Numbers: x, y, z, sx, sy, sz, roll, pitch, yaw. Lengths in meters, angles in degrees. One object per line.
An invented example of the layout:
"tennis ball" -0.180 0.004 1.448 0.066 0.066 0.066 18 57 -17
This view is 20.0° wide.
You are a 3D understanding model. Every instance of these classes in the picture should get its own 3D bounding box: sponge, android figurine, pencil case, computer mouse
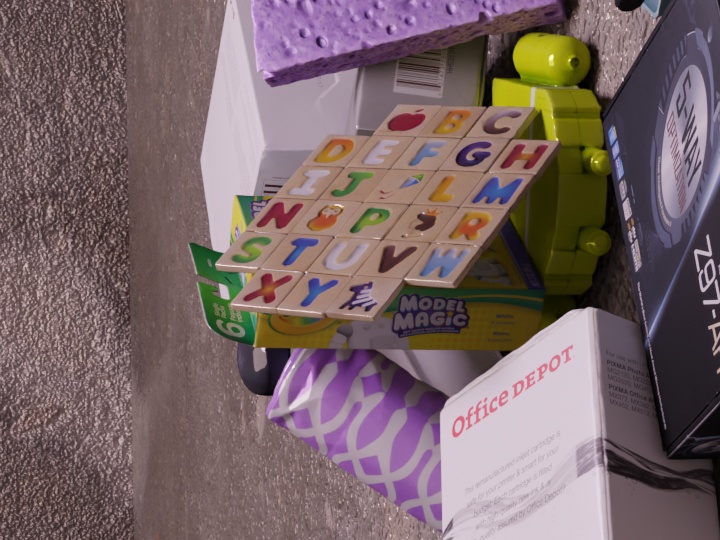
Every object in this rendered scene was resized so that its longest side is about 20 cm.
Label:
"sponge" 0.026 -0.192 1.301 0.030 0.198 0.113 48 -147 -66
"android figurine" 0.113 -0.054 1.258 0.200 0.041 0.184 -152 63 -74
"pencil case" 0.040 0.101 1.233 0.086 0.199 0.084 -57 -2 -29
"computer mouse" -0.062 0.029 1.352 0.200 0.034 0.059 -92 1 -71

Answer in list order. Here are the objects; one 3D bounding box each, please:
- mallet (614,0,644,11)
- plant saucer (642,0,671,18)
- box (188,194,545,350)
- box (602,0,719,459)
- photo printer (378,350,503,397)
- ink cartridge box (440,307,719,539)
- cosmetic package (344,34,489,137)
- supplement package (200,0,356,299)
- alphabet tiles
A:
"mallet" 0.134 -0.221 1.112 0.066 0.041 0.202 134 143 -60
"plant saucer" 0.147 -0.211 1.166 0.200 0.019 0.071 -114 27 -59
"box" 0.000 0.000 1.225 0.118 0.198 0.049 -112 24 -59
"box" 0.178 -0.029 0.998 0.160 0.043 0.202 116 150 -61
"photo printer" 0.024 0.039 1.399 0.201 0.069 0.166 58 162 8
"ink cartridge box" 0.113 0.143 1.063 0.145 0.083 0.202 -39 41 47
"cosmetic package" 0.033 -0.105 1.400 0.200 0.089 0.108 95 -179 -75
"supplement package" -0.036 -0.092 1.628 0.201 0.145 0.192 105 159 -46
"alphabet tiles" 0.016 -0.037 1.169 0.200 0.165 0.006 -51 -48 -39
